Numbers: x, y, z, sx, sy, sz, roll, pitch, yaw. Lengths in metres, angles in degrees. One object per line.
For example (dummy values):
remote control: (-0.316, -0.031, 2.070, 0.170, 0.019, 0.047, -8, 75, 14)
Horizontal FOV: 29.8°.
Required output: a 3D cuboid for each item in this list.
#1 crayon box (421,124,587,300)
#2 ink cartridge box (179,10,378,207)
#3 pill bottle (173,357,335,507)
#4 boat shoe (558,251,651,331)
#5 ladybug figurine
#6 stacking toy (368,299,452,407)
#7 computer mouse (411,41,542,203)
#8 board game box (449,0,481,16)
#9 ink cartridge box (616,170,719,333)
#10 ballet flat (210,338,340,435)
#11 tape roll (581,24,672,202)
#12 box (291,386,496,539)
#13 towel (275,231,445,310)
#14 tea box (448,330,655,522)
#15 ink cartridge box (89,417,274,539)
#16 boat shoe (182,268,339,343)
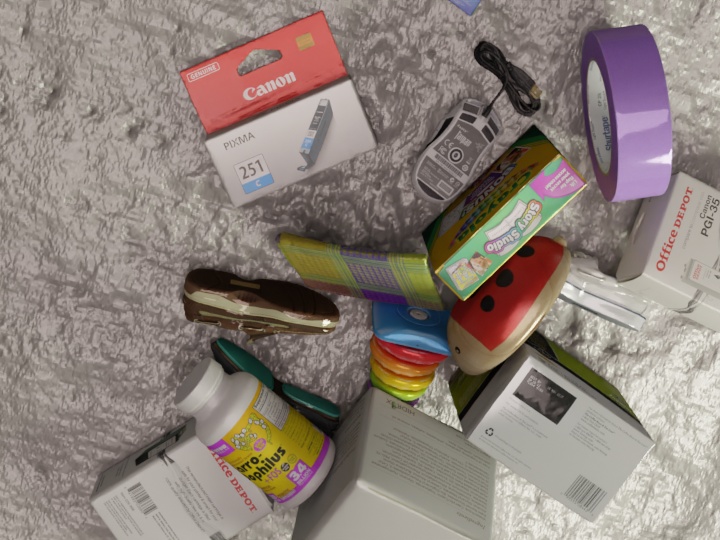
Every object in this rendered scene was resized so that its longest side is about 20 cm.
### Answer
crayon box: (0.168, -0.074, 1.636, 0.058, 0.173, 0.200, 43, 100, -13)
ink cartridge box: (-0.101, -0.196, 1.659, 0.198, 0.045, 0.178, -23, 107, 4)
pill bottle: (-0.133, 0.197, 1.674, 0.200, 0.104, 0.104, 40, 101, -15)
boat shoe: (0.280, 0.009, 1.725, 0.198, 0.074, 0.066, 26, 86, -10)
ladybug figurine: (0.172, 0.032, 1.623, 0.072, 0.136, 0.201, 38, 92, -19)
stacking toy: (0.050, 0.140, 1.740, 0.115, 0.110, 0.202, 12, 117, -7)
computer mouse: (0.132, -0.175, 1.676, 0.109, 0.044, 0.201, 37, 96, -16)
board game box: (0.091, -0.417, 1.606, 0.199, 0.034, 0.136, 35, 101, -11)
ink cartridge box: (0.440, -0.013, 1.685, 0.198, 0.083, 0.148, 24, 79, -9)
ballet flat: (-0.121, 0.166, 1.750, 0.199, 0.073, 0.073, 32, 103, -13)
tape roll: (0.312, -0.185, 1.595, 0.065, 0.200, 0.202, -8, 106, 1)
box: (0.041, 0.301, 1.707, 0.199, 0.172, 0.200, 28, 126, -11)
towel: (0.000, 0.000, 1.651, 0.198, 0.144, 0.023, 9, 67, 19)
tea box: (0.234, 0.178, 1.698, 0.199, 0.197, 0.134, 35, 102, -10)
ink cartridge box: (-0.229, 0.292, 1.773, 0.199, 0.084, 0.147, -31, 104, 7)
boat shoe: (-0.128, 0.055, 1.723, 0.200, 0.075, 0.076, 15, 119, 0)
